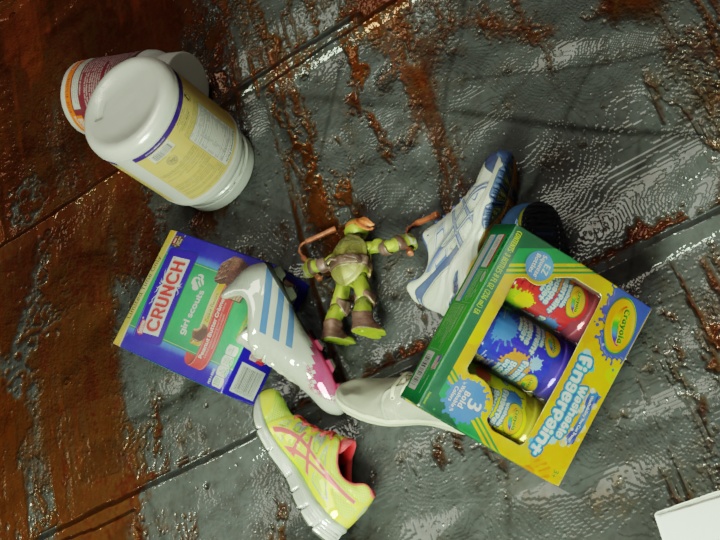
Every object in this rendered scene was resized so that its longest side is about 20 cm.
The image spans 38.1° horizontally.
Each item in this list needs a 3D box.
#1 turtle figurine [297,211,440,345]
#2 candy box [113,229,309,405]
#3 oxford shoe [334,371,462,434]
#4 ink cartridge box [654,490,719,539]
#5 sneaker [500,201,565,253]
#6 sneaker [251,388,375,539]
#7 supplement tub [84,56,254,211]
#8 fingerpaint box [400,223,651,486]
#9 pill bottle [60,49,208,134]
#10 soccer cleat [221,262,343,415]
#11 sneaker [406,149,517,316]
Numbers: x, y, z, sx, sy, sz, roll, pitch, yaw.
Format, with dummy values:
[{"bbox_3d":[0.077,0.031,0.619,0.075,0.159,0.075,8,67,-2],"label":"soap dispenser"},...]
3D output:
[{"bbox_3d":[0.000,0.000,1.225,0.199,0.064,0.162,-11,64,27],"label":"turtle figurine"},{"bbox_3d":[-0.189,0.055,1.310,0.199,0.077,0.170,17,78,36],"label":"candy box"},{"bbox_3d":[0.063,0.132,1.117,0.199,0.058,0.075,4,34,28],"label":"oxford shoe"},{"bbox_3d":[0.345,0.253,0.818,0.146,0.200,0.147,-24,58,21],"label":"ink cartridge box"},{"bbox_3d":[0.177,0.028,1.117,0.078,0.066,0.201,157,117,-63],"label":"sneaker"},{"bbox_3d":[-0.049,0.204,1.169,0.090,0.078,0.200,-37,60,3],"label":"sneaker"},{"bbox_3d":[-0.246,-0.173,1.368,0.145,0.200,0.146,-12,64,26],"label":"supplement tub"},{"bbox_3d":[0.163,0.081,1.025,0.201,0.166,0.073,-60,11,-5],"label":"fingerpaint box"},{"bbox_3d":[-0.325,-0.257,1.508,0.199,0.114,0.115,0,69,32],"label":"pill bottle"},{"bbox_3d":[-0.090,0.089,1.201,0.086,0.070,0.201,-29,84,-7],"label":"soccer cleat"},{"bbox_3d":[0.112,-0.048,1.167,0.088,0.075,0.201,15,77,29],"label":"sneaker"}]
